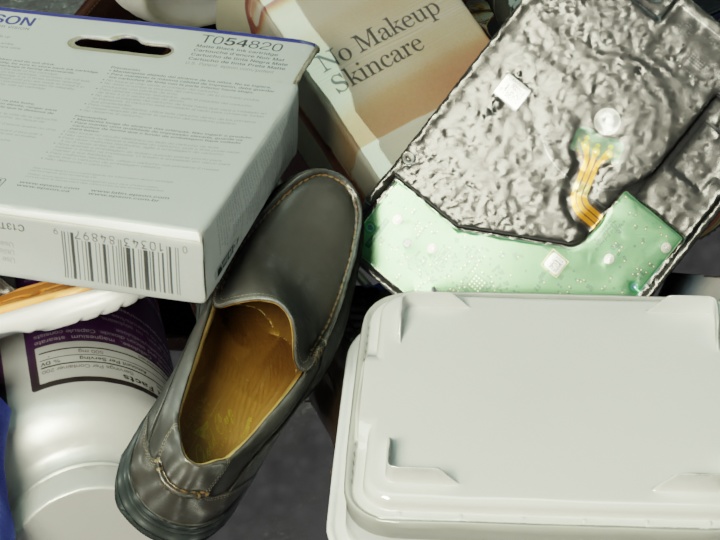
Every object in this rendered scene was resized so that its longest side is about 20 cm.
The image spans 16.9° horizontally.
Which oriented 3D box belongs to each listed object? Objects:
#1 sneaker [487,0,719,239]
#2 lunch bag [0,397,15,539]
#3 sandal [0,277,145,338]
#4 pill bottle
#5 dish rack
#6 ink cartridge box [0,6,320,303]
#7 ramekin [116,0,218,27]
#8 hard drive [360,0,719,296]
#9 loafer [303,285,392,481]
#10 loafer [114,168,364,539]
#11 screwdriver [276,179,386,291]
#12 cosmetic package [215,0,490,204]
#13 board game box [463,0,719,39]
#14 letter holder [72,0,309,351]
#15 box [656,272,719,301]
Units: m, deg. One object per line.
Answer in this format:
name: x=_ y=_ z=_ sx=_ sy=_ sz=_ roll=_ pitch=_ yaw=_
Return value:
sneaker: x=0.120 y=-0.105 z=1.227 sx=0.070 sy=0.201 sz=0.090 roll=-34 pitch=-10 yaw=15
lunch bag: x=-0.248 y=0.137 z=1.082 sx=0.198 sy=0.124 sz=0.171 roll=-15 pitch=60 yaw=16
sandal: x=-0.186 y=0.006 z=1.130 sx=0.205 sy=0.060 sz=0.079 roll=-16 pitch=6 yaw=11
pill bottle: x=-0.142 y=0.074 z=1.184 sx=0.112 sy=0.113 sz=0.201 roll=-18 pitch=37 yaw=-1
dish rack: x=0.087 y=0.064 z=1.070 sx=0.198 sy=0.044 sz=0.172 roll=1 pitch=40 yaw=5
ink cartridge box: x=-0.136 y=-0.060 z=1.146 sx=0.198 sy=0.041 sz=0.200 roll=8 pitch=32 yaw=13
ramekin: x=-0.073 y=-0.215 z=1.291 sx=0.201 sy=0.203 sz=0.095 roll=-29 pitch=73 yaw=-15
hard drive: x=0.101 y=-0.048 z=1.166 sx=0.200 sy=0.139 sz=0.038 roll=-52 pitch=-6 yaw=7
loafer: x=0.026 y=0.091 z=1.142 sx=0.072 sy=0.071 sz=0.201 roll=4 pitch=36 yaw=-24
loafer: x=-0.043 y=0.031 z=1.099 sx=0.072 sy=0.072 sz=0.201 roll=27 pitch=60 yaw=-7
screwdriver: x=0.000 y=0.000 z=1.264 sx=0.029 sy=0.028 sz=0.200 roll=1 pitch=36 yaw=-36
cosmetic package: x=0.016 y=-0.094 z=1.279 sx=0.103 sy=0.087 sz=0.201 roll=-30 pitch=71 yaw=-17
board game box: x=0.140 y=-0.149 z=1.421 sx=0.199 sy=0.035 sz=0.136 roll=-24 pitch=37 yaw=-9
letter holder: x=-0.104 y=-0.075 z=1.334 sx=0.100 sy=0.143 sz=0.201 roll=3 pitch=41 yaw=25
box: x=0.165 y=0.080 z=1.115 sx=0.109 sy=0.035 sz=0.200 roll=5 pitch=42 yaw=27
